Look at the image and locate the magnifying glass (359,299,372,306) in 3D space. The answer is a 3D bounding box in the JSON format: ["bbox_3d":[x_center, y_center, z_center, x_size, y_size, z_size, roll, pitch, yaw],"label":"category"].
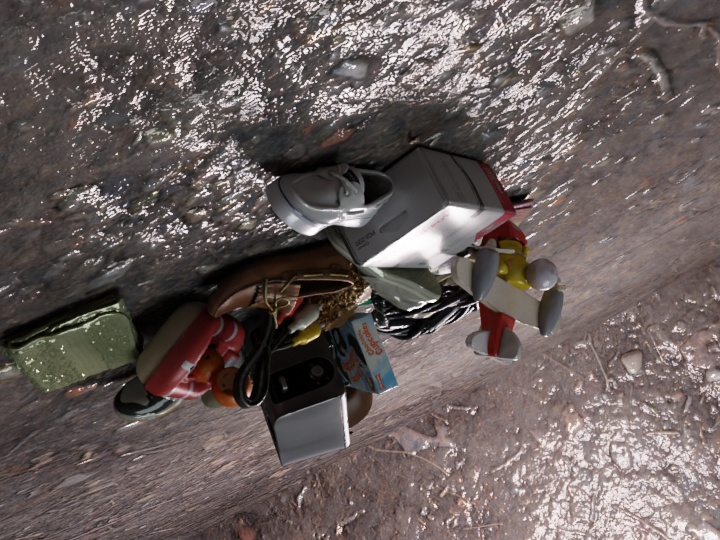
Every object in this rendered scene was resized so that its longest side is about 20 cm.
[{"bbox_3d":[-0.017,0.044,1.552,0.199,0.022,0.080,-22,159,2],"label":"magnifying glass"}]

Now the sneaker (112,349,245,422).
[{"bbox_3d":[-0.263,0.143,1.452,0.199,0.076,0.088,-25,149,-16],"label":"sneaker"}]

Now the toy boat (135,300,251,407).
[{"bbox_3d":[-0.195,0.125,1.310,0.131,0.131,0.200,-53,164,0],"label":"toy boat"}]

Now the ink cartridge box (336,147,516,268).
[{"bbox_3d":[0.081,-0.071,1.257,0.145,0.085,0.200,-34,164,26],"label":"ink cartridge box"}]

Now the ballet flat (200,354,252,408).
[{"bbox_3d":[-0.168,0.151,1.622,0.199,0.070,0.070,-28,165,-12],"label":"ballet flat"}]

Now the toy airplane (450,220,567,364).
[{"bbox_3d":[0.211,0.031,1.420,0.141,0.200,0.200,-22,-169,35],"label":"toy airplane"}]

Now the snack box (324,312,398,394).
[{"bbox_3d":[-0.007,0.124,1.564,0.037,0.117,0.200,-23,-176,-16],"label":"snack box"}]

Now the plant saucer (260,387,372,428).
[{"bbox_3d":[-0.075,0.185,1.677,0.200,0.200,0.037,-15,134,-34],"label":"plant saucer"}]

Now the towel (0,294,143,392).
[{"bbox_3d":[-0.335,0.092,1.208,0.148,0.037,0.200,-22,164,-12],"label":"towel"}]

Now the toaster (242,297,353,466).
[{"bbox_3d":[-0.092,0.169,1.503,0.118,0.181,0.200,-16,145,-10],"label":"toaster"}]

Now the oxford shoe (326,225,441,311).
[{"bbox_3d":[0.024,0.000,1.307,0.058,0.075,0.200,-36,135,26],"label":"oxford shoe"}]

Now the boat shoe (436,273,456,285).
[{"bbox_3d":[0.152,0.026,1.671,0.200,0.072,0.072,-32,-174,8],"label":"boat shoe"}]

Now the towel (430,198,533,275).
[{"bbox_3d":[0.168,-0.049,1.528,0.200,0.023,0.144,-12,146,-44],"label":"towel"}]

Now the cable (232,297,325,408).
[{"bbox_3d":[-0.109,0.087,1.313,0.050,0.097,0.200,-12,-153,31],"label":"cable"}]

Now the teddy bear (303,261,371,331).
[{"bbox_3d":[0.000,0.000,1.419,0.145,0.067,0.200,-23,160,-46],"label":"teddy bear"}]

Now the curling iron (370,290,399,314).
[{"bbox_3d":[0.088,-0.012,1.408,0.200,0.026,0.050,-44,130,-17],"label":"curling iron"}]

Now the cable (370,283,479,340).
[{"bbox_3d":[0.114,0.067,1.608,0.199,0.051,0.163,-10,156,-12],"label":"cable"}]

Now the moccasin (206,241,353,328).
[{"bbox_3d":[-0.099,0.024,1.286,0.201,0.078,0.074,-14,161,-36],"label":"moccasin"}]

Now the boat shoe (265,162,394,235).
[{"bbox_3d":[-0.028,-0.086,1.085,0.065,0.074,0.200,-39,170,25],"label":"boat shoe"}]
